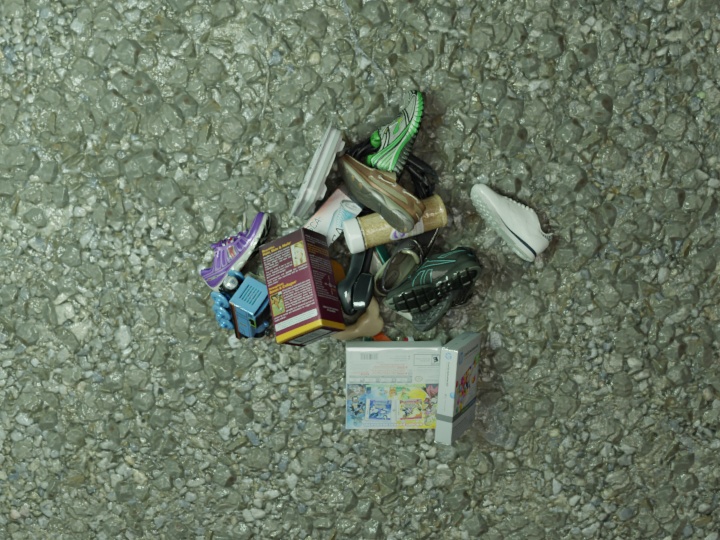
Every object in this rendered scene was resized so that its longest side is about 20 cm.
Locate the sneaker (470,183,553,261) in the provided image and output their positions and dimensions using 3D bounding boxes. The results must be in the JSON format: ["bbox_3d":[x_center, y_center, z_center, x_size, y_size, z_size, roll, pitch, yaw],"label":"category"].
[{"bbox_3d":[0.308,-0.112,1.643,0.081,0.076,0.200,-45,102,-3],"label":"sneaker"}]

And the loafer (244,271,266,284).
[{"bbox_3d":[-0.157,0.047,1.648,0.200,0.072,0.063,32,89,29],"label":"loafer"}]

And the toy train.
[{"bbox_3d":[-0.235,0.078,1.621,0.114,0.200,0.087,29,63,11],"label":"toy train"}]

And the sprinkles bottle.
[{"bbox_3d":[0.067,-0.092,1.568,0.199,0.068,0.068,-17,101,-5],"label":"sprinkles bottle"}]

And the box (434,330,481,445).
[{"bbox_3d":[0.203,0.240,1.663,0.041,0.156,0.201,7,101,25],"label":"box"}]

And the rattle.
[{"bbox_3d":[-0.015,0.086,1.702,0.200,0.143,0.130,33,95,-41],"label":"rattle"}]

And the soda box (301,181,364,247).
[{"bbox_3d":[-0.078,-0.083,1.630,0.068,0.064,0.200,40,112,-6],"label":"soda box"}]

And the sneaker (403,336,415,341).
[{"bbox_3d":[0.055,0.232,1.705,0.112,0.071,0.201,7,103,-4],"label":"sneaker"}]

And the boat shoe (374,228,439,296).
[{"bbox_3d":[0.100,-0.032,1.611,0.072,0.065,0.200,40,85,-13],"label":"boat shoe"}]

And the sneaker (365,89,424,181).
[{"bbox_3d":[0.070,-0.274,1.576,0.085,0.078,0.200,21,70,1],"label":"sneaker"}]

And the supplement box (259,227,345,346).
[{"bbox_3d":[-0.112,0.033,1.539,0.110,0.086,0.201,-23,68,27],"label":"supplement box"}]

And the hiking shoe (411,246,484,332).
[{"bbox_3d":[0.188,0.054,1.644,0.200,0.076,0.101,-52,134,-4],"label":"hiking shoe"}]

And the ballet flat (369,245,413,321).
[{"bbox_3d":[0.061,0.034,1.677,0.069,0.069,0.200,-32,95,6],"label":"ballet flat"}]

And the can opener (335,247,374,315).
[{"bbox_3d":[0.000,0.000,1.594,0.078,0.200,0.063,2,144,14],"label":"can opener"}]

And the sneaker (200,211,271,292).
[{"bbox_3d":[-0.260,-0.046,1.653,0.083,0.081,0.200,40,99,-1],"label":"sneaker"}]

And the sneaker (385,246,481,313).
[{"bbox_3d":[0.138,0.019,1.583,0.199,0.079,0.075,-23,140,0],"label":"sneaker"}]

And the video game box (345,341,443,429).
[{"bbox_3d":[0.068,0.236,1.647,0.199,0.047,0.183,0,104,-2],"label":"video game box"}]

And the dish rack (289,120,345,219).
[{"bbox_3d":[-0.081,-0.184,1.545,0.043,0.200,0.172,23,78,-7],"label":"dish rack"}]

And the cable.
[{"bbox_3d":[0.048,-0.180,1.642,0.200,0.051,0.163,30,105,-8],"label":"cable"}]

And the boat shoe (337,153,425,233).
[{"bbox_3d":[0.040,-0.155,1.526,0.200,0.076,0.072,43,71,10],"label":"boat shoe"}]
